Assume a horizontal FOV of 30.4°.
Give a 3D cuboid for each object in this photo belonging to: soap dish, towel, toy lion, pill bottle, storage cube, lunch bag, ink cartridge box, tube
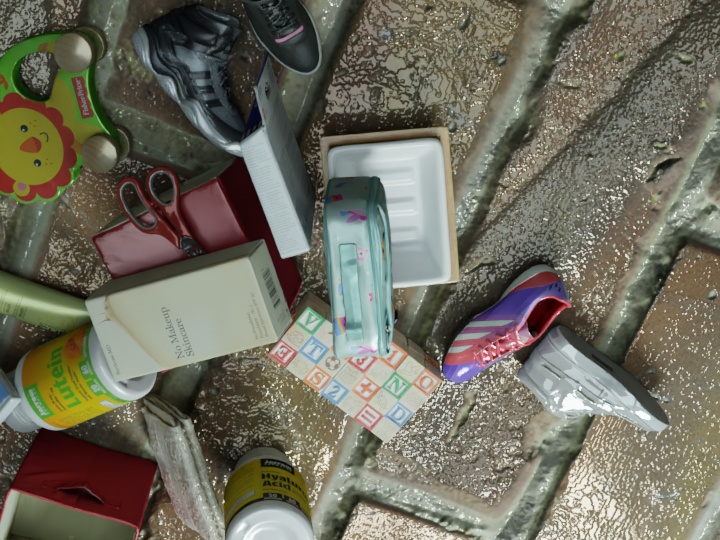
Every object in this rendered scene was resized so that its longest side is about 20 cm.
[{"bbox_3d":[0.037,-0.078,1.633,0.157,0.081,0.201,-5,109,1],"label":"soap dish"},{"bbox_3d":[-0.231,0.264,1.728,0.034,0.132,0.201,-24,110,-23],"label":"towel"},{"bbox_3d":[-0.388,-0.184,1.611,0.191,0.069,0.201,-7,109,10],"label":"toy lion"},{"bbox_3d":[-0.365,0.137,1.675,0.199,0.111,0.111,-23,109,28],"label":"pill bottle"},{"bbox_3d":[-0.121,0.306,1.700,0.111,0.200,0.112,-2,108,-7],"label":"pill bottle"},{"bbox_3d":[-0.376,0.337,1.726,0.170,0.180,0.201,18,107,-6],"label":"storage cube"},{"bbox_3d":[0.000,0.000,1.533,0.077,0.160,0.201,-5,109,2],"label":"lunch bag"},{"bbox_3d":[-0.102,-0.139,1.548,0.040,0.200,0.201,-15,109,6],"label":"ink cartridge box"},{"bbox_3d":[-0.389,0.052,1.695,0.199,0.058,0.052,21,80,-11],"label":"tube"},{"bbox_3d":[-0.191,-0.012,1.592,0.170,0.200,0.180,-24,101,9],"label":"storage cube"}]

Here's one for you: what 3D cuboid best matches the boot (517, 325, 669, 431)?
[{"bbox_3d":[0.301,0.164,1.732,0.200,0.074,0.096,39,111,-4],"label":"boot"}]

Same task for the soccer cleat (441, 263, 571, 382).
[{"bbox_3d":[0.184,0.080,1.686,0.200,0.073,0.068,-44,128,12],"label":"soccer cleat"}]

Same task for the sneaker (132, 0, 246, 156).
[{"bbox_3d":[-0.171,-0.236,1.579,0.114,0.076,0.200,-38,103,15],"label":"sneaker"}]

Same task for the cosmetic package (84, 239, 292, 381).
[{"bbox_3d":[-0.188,0.044,1.456,0.199,0.073,0.104,-16,104,15],"label":"cosmetic package"}]

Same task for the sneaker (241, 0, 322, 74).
[{"bbox_3d":[-0.107,-0.309,1.543,0.070,0.099,0.201,-27,108,7],"label":"sneaker"}]

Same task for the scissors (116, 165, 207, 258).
[{"bbox_3d":[-0.198,-0.026,1.482,0.073,0.014,0.200,-31,95,6],"label":"scissors"}]

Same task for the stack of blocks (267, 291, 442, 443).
[{"bbox_3d":[-0.007,0.115,1.712,0.200,0.059,0.115,37,105,-12],"label":"stack of blocks"}]

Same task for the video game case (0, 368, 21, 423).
[{"bbox_3d":[-0.542,0.166,1.694,0.200,0.022,0.182,-47,66,14],"label":"video game case"}]
